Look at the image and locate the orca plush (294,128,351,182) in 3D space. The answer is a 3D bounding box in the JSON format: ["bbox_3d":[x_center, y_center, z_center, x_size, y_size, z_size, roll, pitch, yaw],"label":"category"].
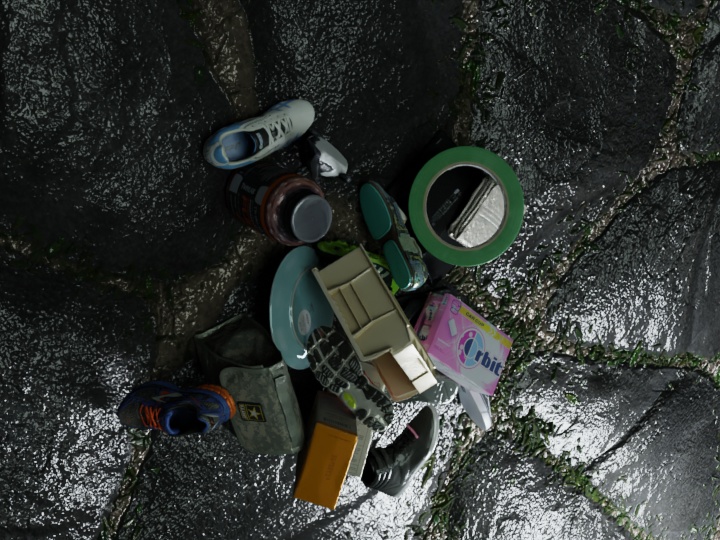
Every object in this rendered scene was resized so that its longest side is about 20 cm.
[{"bbox_3d":[-0.071,-0.160,1.566,0.071,0.200,0.106,-39,100,11],"label":"orca plush"}]

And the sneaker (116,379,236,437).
[{"bbox_3d":[-0.292,0.216,1.521,0.079,0.197,0.077,-50,129,-61],"label":"sneaker"}]

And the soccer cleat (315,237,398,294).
[{"bbox_3d":[0.000,0.000,1.717,0.198,0.068,0.082,15,109,-37],"label":"soccer cleat"}]

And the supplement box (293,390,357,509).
[{"bbox_3d":[-0.057,0.287,1.618,0.072,0.200,0.128,17,96,-4],"label":"supplement box"}]

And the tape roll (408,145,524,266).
[{"bbox_3d":[0.180,-0.110,1.704,0.196,0.048,0.205,0,92,4],"label":"tape roll"}]

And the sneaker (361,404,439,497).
[{"bbox_3d":[0.070,0.335,1.850,0.098,0.071,0.202,15,110,-39],"label":"sneaker"}]

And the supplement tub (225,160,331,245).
[{"bbox_3d":[-0.122,-0.101,1.514,0.105,0.199,0.109,-10,110,-30],"label":"supplement tub"}]

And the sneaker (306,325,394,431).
[{"bbox_3d":[-0.022,0.181,1.628,0.077,0.085,0.201,-36,89,-7],"label":"sneaker"}]

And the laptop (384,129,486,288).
[{"bbox_3d":[0.140,-0.109,1.809,0.200,0.116,0.188,45,77,-6],"label":"laptop"}]

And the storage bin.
[{"bbox_3d":[0.030,0.092,1.622,0.093,0.200,0.200,-30,150,2],"label":"storage bin"}]

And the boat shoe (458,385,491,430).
[{"bbox_3d":[0.225,0.219,1.940,0.067,0.071,0.202,-32,114,-20],"label":"boat shoe"}]

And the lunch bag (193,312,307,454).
[{"bbox_3d":[-0.167,0.187,1.576,0.116,0.199,0.167,-26,119,-25],"label":"lunch bag"}]

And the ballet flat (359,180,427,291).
[{"bbox_3d":[0.059,-0.061,1.698,0.073,0.074,0.203,-15,79,-29],"label":"ballet flat"}]

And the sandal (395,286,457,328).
[{"bbox_3d":[0.103,0.078,1.819,0.198,0.048,0.077,-20,116,-28],"label":"sandal"}]

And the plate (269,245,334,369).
[{"bbox_3d":[-0.086,0.062,1.641,0.199,0.025,0.204,-6,97,-62],"label":"plate"}]

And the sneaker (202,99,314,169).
[{"bbox_3d":[-0.148,-0.209,1.542,0.198,0.072,0.073,-29,118,-25],"label":"sneaker"}]

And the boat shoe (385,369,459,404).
[{"bbox_3d":[0.091,0.201,1.850,0.199,0.065,0.075,10,112,-31],"label":"boat shoe"}]

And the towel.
[{"bbox_3d":[0.233,-0.093,1.817,0.133,0.034,0.199,-55,151,4],"label":"towel"}]

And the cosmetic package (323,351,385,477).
[{"bbox_3d":[-0.022,0.248,1.752,0.103,0.071,0.203,16,97,-5],"label":"cosmetic package"}]

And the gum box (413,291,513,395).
[{"bbox_3d":[0.180,0.132,1.817,0.199,0.066,0.115,34,72,-34],"label":"gum box"}]
